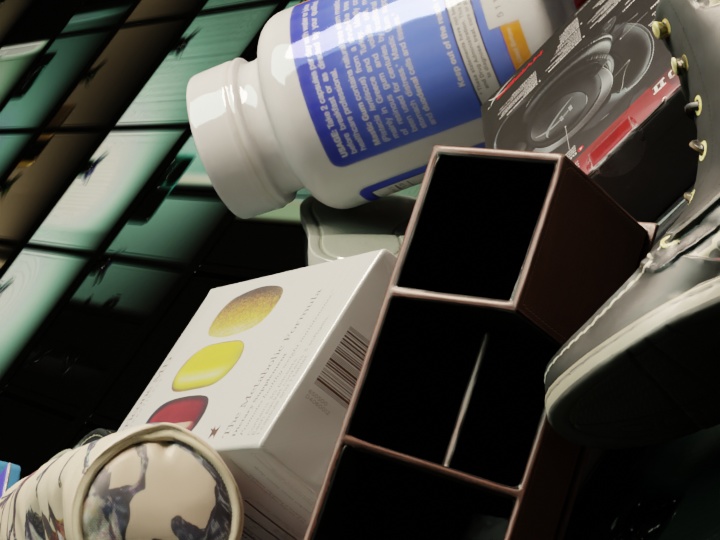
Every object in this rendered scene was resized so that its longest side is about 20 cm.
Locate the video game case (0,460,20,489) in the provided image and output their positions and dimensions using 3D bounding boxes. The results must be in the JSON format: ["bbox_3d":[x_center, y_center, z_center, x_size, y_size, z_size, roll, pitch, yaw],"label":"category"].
[{"bbox_3d":[-0.247,0.202,1.623,0.200,0.018,0.143,142,141,-63],"label":"video game case"}]

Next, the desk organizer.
[{"bbox_3d":[0.046,0.055,1.106,0.072,0.077,0.200,6,71,37],"label":"desk organizer"}]

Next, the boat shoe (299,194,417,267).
[{"bbox_3d":[0.000,0.000,1.460,0.200,0.075,0.060,-60,-28,-75],"label":"boat shoe"}]

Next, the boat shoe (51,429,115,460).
[{"bbox_3d":[-0.159,0.134,1.571,0.076,0.060,0.200,-48,18,9],"label":"boat shoe"}]

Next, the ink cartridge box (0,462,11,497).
[{"bbox_3d":[-0.251,0.230,1.509,0.200,0.043,0.198,125,157,-45],"label":"ink cartridge box"}]

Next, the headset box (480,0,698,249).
[{"bbox_3d":[0.133,-0.064,1.242,0.149,0.077,0.200,-45,19,18],"label":"headset box"}]

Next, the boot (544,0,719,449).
[{"bbox_3d":[0.142,-0.036,1.086,0.203,0.073,0.154,-38,46,19],"label":"boot"}]

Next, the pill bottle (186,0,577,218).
[{"bbox_3d":[0.015,-0.099,1.437,0.200,0.112,0.112,-19,27,14],"label":"pill bottle"}]

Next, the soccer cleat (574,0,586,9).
[{"bbox_3d":[0.112,-0.160,1.520,0.200,0.067,0.077,-37,33,42],"label":"soccer cleat"}]

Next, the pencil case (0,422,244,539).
[{"bbox_3d":[-0.117,0.125,1.269,0.078,0.090,0.200,-12,-7,-22],"label":"pencil case"}]

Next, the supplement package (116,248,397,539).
[{"bbox_3d":[-0.021,0.074,1.292,0.114,0.109,0.200,-57,18,-20],"label":"supplement package"}]
